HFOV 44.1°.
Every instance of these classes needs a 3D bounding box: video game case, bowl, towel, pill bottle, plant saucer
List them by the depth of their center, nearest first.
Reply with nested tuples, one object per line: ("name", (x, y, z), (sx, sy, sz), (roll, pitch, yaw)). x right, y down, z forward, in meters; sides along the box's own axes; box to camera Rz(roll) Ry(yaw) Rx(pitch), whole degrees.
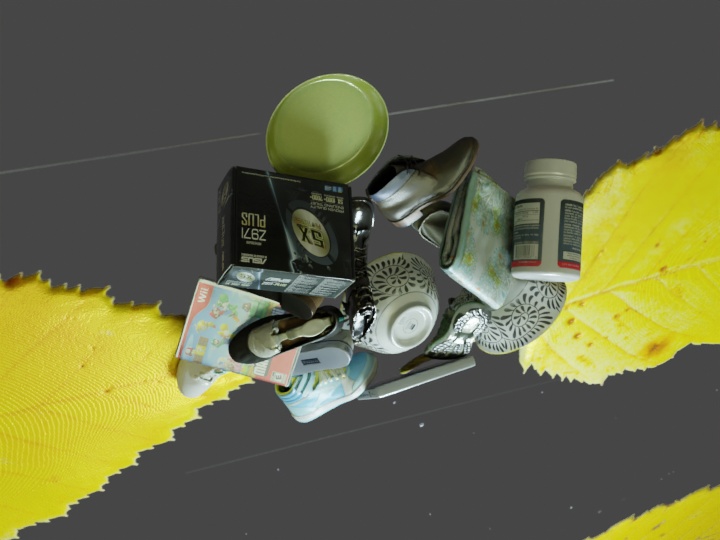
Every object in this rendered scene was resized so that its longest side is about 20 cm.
("plant saucer", (-0.054, -0.217, 1.375), (0.198, 0.031, 0.201), (-12, 130, -15))
("video game case", (-0.194, 0.104, 1.483), (0.198, 0.017, 0.144), (17, 101, -13))
("towel", (0.215, -0.057, 1.538), (0.171, 0.048, 0.201), (32, 66, -39))
("pill bottle", (0.325, -0.086, 1.539), (0.119, 0.119, 0.202), (7, 84, -28))
("bowl", (0.071, 0.078, 1.596), (0.199, 0.094, 0.202), (-15, 124, -23))
("bowl", (0.269, 0.047, 1.639), (0.200, 0.201, 0.094), (-38, 115, 9))
("video game case", (0.102, 0.208, 1.706), (0.198, 0.024, 0.182), (-16, 174, -14))

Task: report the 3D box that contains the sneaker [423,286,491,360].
("sneaker", (0.176, 0.096, 1.635), (0.076, 0.089, 0.200), (13, 141, -20))

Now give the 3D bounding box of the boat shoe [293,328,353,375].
("boat shoe", (-0.100, 0.142, 1.595), (0.198, 0.066, 0.074), (-3, 130, 22))

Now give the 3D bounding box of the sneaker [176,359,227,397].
("sneaker", (-0.254, 0.159, 1.546), (0.075, 0.089, 0.200), (22, 114, -36))

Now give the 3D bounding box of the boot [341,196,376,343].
("boot", (0.000, 0.000, 1.459), (0.069, 0.175, 0.201), (-3, 137, -11))

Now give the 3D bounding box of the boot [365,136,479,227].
("boot", (0.101, -0.160, 1.460), (0.200, 0.075, 0.097), (-44, 134, 16))

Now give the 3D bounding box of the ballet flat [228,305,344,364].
("ballet flat", (-0.123, 0.101, 1.448), (0.199, 0.068, 0.069), (-20, 91, -4))

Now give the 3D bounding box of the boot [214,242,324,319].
("boot", (-0.145, 0.001, 1.445), (0.076, 0.199, 0.074), (-54, 169, -34))

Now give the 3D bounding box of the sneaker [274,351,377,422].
("sneaker", (-0.071, 0.197, 1.666), (0.199, 0.080, 0.131), (-35, 134, 4))

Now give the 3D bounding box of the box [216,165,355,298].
("box", (-0.116, -0.056, 1.365), (0.198, 0.165, 0.086), (8, 157, -23))

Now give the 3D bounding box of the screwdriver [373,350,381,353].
("screwdriver", (0.040, 0.069, 1.659), (0.028, 0.029, 0.202), (-7, 120, -18))

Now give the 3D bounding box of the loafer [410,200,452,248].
("loafer", (0.174, -0.062, 1.574), (0.199, 0.070, 0.075), (21, 116, -35))
